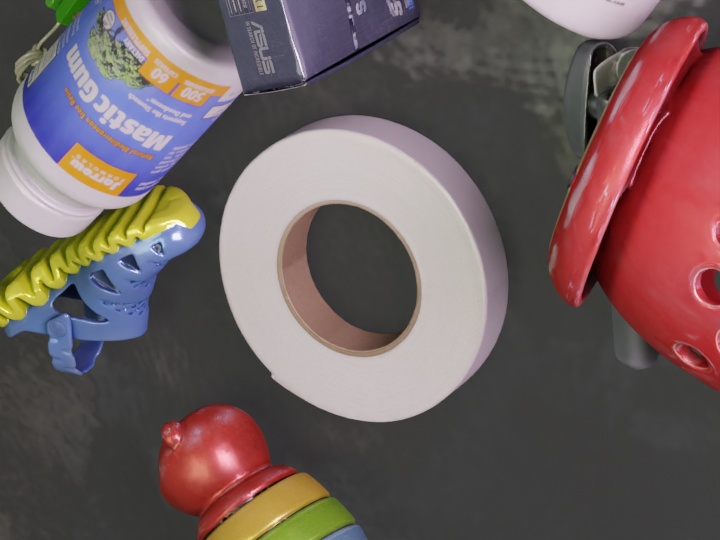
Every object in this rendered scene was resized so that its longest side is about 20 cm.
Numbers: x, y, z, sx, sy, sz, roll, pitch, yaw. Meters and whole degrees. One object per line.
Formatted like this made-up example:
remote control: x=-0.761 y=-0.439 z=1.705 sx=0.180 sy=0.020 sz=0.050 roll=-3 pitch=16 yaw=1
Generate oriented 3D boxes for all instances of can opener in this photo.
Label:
can opener: x=0.163 y=-0.043 z=1.674 sx=0.067 sy=0.053 sz=0.201 roll=25 pitch=126 yaw=57

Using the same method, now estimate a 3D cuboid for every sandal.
sandal: x=-0.171 y=0.009 z=1.866 sx=0.200 sy=0.080 sz=0.087 roll=-29 pitch=103 yaw=40

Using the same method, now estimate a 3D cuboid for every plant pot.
plant pot: x=0.215 y=-0.037 z=1.530 sx=0.182 sy=0.200 sz=0.201 roll=26 pitch=120 yaw=7

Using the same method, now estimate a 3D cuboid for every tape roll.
tape roll: x=0.000 y=0.000 z=1.782 sx=0.202 sy=0.037 sz=0.204 roll=11 pitch=113 yaw=25

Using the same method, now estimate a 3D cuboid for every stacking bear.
stacking bear: x=-0.064 y=0.181 z=1.851 sx=0.200 sy=0.121 sz=0.114 roll=53 pitch=127 yaw=11

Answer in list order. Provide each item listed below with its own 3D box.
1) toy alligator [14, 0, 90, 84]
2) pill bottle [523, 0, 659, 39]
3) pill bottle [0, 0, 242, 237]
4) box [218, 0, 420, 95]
toy alligator: x=-0.175 y=-0.204 z=1.795 sx=0.200 sy=0.059 sz=0.054 roll=-45 pitch=44 yaw=34
pill bottle: x=0.163 y=-0.239 z=1.548 sx=0.114 sy=0.114 sz=0.200 roll=42 pitch=123 yaw=9
pill bottle: x=-0.158 y=-0.111 z=1.783 sx=0.112 sy=0.112 sz=0.200 roll=49 pitch=124 yaw=5
box: x=-0.040 y=-0.222 z=1.645 sx=0.051 sy=0.158 sz=0.201 roll=-8 pitch=104 yaw=32
